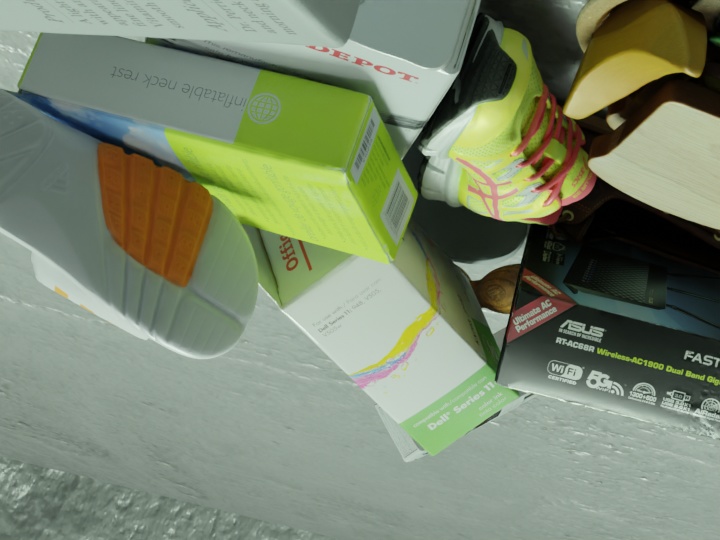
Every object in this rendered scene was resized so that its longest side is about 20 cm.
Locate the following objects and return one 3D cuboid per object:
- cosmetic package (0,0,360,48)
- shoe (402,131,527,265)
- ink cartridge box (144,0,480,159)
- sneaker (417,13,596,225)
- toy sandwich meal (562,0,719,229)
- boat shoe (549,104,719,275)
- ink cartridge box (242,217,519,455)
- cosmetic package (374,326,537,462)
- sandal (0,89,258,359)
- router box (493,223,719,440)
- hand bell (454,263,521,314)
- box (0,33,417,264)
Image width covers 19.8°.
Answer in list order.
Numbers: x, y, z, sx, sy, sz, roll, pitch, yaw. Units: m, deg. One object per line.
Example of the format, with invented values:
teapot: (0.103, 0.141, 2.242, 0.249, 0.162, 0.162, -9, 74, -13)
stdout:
cosmetic package: (-0.103, -0.188, 0.719, 0.200, 0.165, 0.165, 7, 162, 28)
shoe: (0.007, -0.051, 1.297, 0.200, 0.072, 0.091, 21, 167, 2)
ink cartridge box: (-0.028, -0.125, 1.025, 0.145, 0.084, 0.200, 19, 165, -5)
sneaker: (0.083, -0.071, 1.068, 0.090, 0.078, 0.200, 25, 172, 6)
toy sandwich meal: (0.187, -0.081, 0.998, 0.205, 0.070, 0.205, 14, 165, 4)
boat shoe: (0.135, -0.048, 1.174, 0.200, 0.070, 0.070, 14, 165, 10)
ink cartridge box: (0.000, 0.000, 1.159, 0.067, 0.117, 0.200, -35, 131, 11)
cosmetic package: (0.111, 0.059, 1.376, 0.200, 0.051, 0.083, -28, 176, -9)
sandal: (-0.143, -0.030, 1.022, 0.207, 0.079, 0.059, 33, 161, -11)
router box: (0.165, 0.020, 1.200, 0.150, 0.062, 0.200, 15, -158, 3)
hand bell: (0.072, 0.018, 1.390, 0.104, 0.104, 0.200, 22, 166, -23)
box: (-0.080, -0.066, 1.038, 0.200, 0.048, 0.122, 15, 164, 18)
